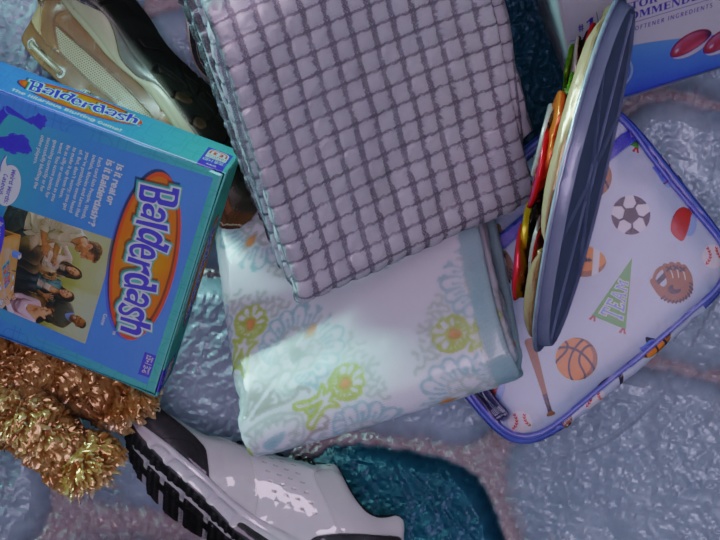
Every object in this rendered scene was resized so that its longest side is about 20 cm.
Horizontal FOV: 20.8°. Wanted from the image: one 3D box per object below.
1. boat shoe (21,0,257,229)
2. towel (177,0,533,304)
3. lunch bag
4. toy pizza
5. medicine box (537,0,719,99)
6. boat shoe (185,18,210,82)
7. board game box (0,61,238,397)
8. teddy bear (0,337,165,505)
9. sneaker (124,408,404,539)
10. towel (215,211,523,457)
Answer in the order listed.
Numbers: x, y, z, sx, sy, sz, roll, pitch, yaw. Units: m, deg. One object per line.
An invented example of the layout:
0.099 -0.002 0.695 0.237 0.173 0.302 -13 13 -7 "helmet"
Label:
-0.136 -0.099 1.209 0.074 0.076 0.200 -45 71 17 "boat shoe"
0.001 -0.105 1.080 0.165 0.086 0.201 -25 120 -13 "towel"
0.116 0.002 1.216 0.200 0.076 0.161 -38 90 2 "lunch bag"
0.113 -0.055 1.083 0.032 0.200 0.201 14 94 11 "toy pizza"
0.184 -0.219 1.135 0.181 0.103 0.201 -17 136 3 "medicine box"
-0.071 -0.212 1.210 0.071 0.068 0.201 13 96 1 "boat shoe"
-0.186 -0.031 1.152 0.199 0.045 0.153 21 113 2 "board game box"
-0.220 0.065 1.206 0.200 0.067 0.145 39 68 16 "teddy bear"
-0.060 0.144 1.241 0.200 0.074 0.080 36 65 4 "sneaker"
0.000 0.000 1.175 0.170 0.048 0.201 -19 58 16 "towel"
